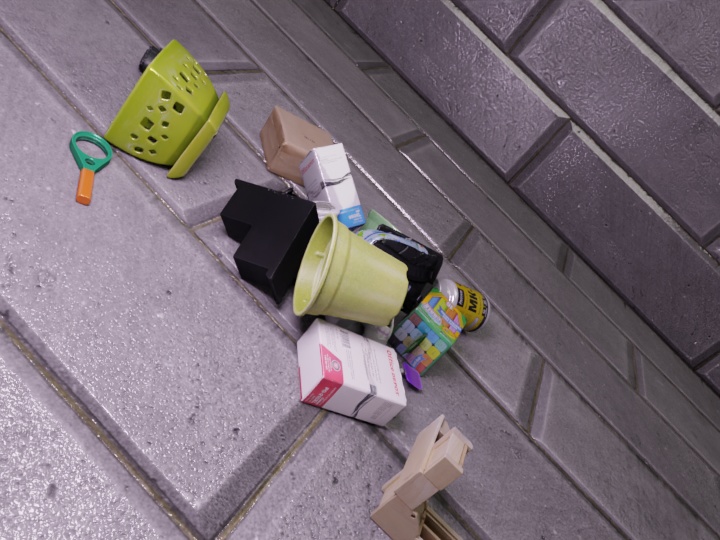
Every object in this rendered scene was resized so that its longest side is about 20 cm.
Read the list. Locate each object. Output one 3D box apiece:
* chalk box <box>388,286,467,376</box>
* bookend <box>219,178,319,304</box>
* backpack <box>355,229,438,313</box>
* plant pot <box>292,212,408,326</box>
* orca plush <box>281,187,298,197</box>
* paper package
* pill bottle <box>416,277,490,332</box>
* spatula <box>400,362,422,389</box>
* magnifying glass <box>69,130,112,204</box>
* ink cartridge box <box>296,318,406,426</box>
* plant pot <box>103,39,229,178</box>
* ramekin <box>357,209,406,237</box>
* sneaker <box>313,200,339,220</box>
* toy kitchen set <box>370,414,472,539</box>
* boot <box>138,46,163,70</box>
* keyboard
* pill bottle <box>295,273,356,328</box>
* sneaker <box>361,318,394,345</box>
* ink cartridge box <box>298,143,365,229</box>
[{"bbox_3d":[0.154,0.150,1.413,0.124,0.125,0.200,44,30,4],"label":"chalk box"},{"bbox_3d":[-0.212,-0.064,1.225,0.194,0.093,0.203,17,58,16],"label":"bookend"},{"bbox_3d":[0.056,-0.012,1.354,0.198,0.166,0.153,15,16,-49],"label":"backpack"},{"bbox_3d":[-0.012,0.018,1.156,0.181,0.202,0.203,20,34,-18],"label":"plant pot"},{"bbox_3d":[-0.174,-0.167,1.463,0.198,0.071,0.106,-3,52,-53],"label":"orca plush"},{"bbox_3d":[-0.169,-0.336,1.661,0.197,0.104,0.193,19,37,-36],"label":"paper package"},{"bbox_3d":[0.253,0.091,1.627,0.197,0.115,0.116,21,35,-35],"label":"pill bottle"},{"bbox_3d":[0.063,0.217,1.309,0.197,0.021,0.057,22,35,-27],"label":"spatula"},{"bbox_3d":[-0.513,-0.196,1.124,0.078,0.022,0.202,22,33,-35],"label":"magnifying glass"},{"bbox_3d":[-0.018,0.201,1.162,0.197,0.085,0.147,25,34,-29],"label":"ink cartridge box"},{"bbox_3d":[-0.399,-0.334,1.276,0.180,0.199,0.202,37,28,-22],"label":"plant pot"},{"bbox_3d":[0.074,-0.057,1.546,0.199,0.098,0.200,40,3,-3],"label":"ramekin"},{"bbox_3d":[-0.148,-0.110,1.360,0.195,0.102,0.078,10,26,4],"label":"sneaker"},{"bbox_3d":[0.157,0.380,1.029,0.180,0.200,0.163,43,29,1],"label":"toy kitchen set"},{"bbox_3d":[-0.475,-0.478,1.487,0.161,0.074,0.200,33,23,-24],"label":"boot"},{"bbox_3d":[0.102,-0.017,1.449,0.197,0.129,0.021,26,1,-20],"label":"keyboard"},{"bbox_3d":[-0.072,0.024,1.298,0.113,0.114,0.202,-5,54,-54],"label":"pill bottle"},{"bbox_3d":[0.048,0.115,1.337,0.074,0.101,0.201,31,22,-10],"label":"sneaker"},{"bbox_3d":[-0.072,-0.188,1.457,0.083,0.144,0.205,-17,89,-22],"label":"ink cartridge box"}]
